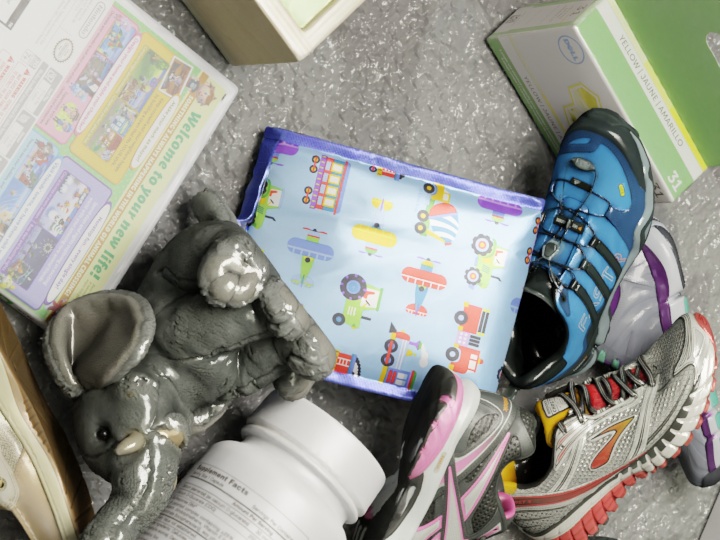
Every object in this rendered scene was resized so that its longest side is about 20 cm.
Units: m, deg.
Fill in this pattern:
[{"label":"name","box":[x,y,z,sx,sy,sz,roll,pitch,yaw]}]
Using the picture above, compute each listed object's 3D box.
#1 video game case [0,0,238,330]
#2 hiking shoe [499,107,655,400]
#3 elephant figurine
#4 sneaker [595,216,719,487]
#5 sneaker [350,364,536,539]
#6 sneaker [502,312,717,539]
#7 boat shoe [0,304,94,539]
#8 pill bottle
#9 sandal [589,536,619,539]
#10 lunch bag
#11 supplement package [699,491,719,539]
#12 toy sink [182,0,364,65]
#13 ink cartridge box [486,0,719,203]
[{"label":"video game case","box":[-0.195,-0.085,1.486,0.182,0.022,0.201,38,74,-25]},{"label":"hiking shoe","box":[0.143,-0.008,1.600,0.087,0.074,0.201,-31,134,-56]},{"label":"elephant figurine","box":[-0.126,0.066,1.462,0.200,0.155,0.142,-38,95,-1]},{"label":"sneaker","box":[0.196,0.065,1.696,0.087,0.074,0.201,-17,99,-4]},{"label":"sneaker","box":[0.054,0.161,1.551,0.086,0.081,0.201,17,124,-12]},{"label":"sneaker","box":[0.166,0.105,1.629,0.082,0.078,0.200,35,106,-18]},{"label":"boat shoe","box":[-0.217,0.109,1.458,0.065,0.072,0.201,-23,100,4]},{"label":"pill bottle","box":[-0.080,0.180,1.509,0.113,0.113,0.200,47,71,-22]},{"label":"sandal","box":[0.109,0.253,1.652,0.200,0.075,0.048,-35,133,-16]},{"label":"lunch bag","box":[0.000,0.000,1.569,0.199,0.094,0.151,16,87,-19]},{"label":"supplement package","box":[0.352,0.155,1.744,0.121,0.120,0.201,30,79,-28]},{"label":"toy sink","box":[-0.029,-0.243,1.518,0.200,0.112,0.131,-44,112,-20]},{"label":"ink cartridge box","box":[0.188,-0.115,1.595,0.048,0.200,0.146,-41,111,-24]}]
